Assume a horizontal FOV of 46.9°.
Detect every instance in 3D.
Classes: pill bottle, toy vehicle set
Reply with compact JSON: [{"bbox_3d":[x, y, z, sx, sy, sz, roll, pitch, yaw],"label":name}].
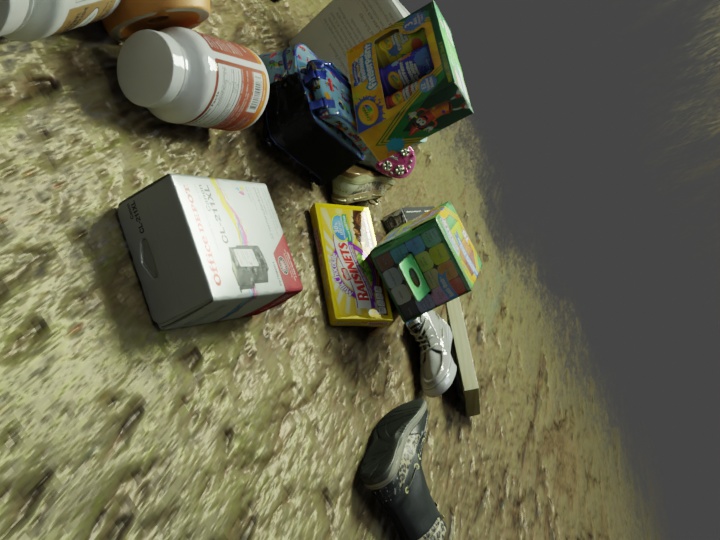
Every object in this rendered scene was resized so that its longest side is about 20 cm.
[{"bbox_3d":[-0.206,-0.238,1.032,0.199,0.110,0.115,-10,76,-65],"label":"pill bottle"},{"bbox_3d":[-0.326,-0.291,0.823,0.116,0.113,0.201,58,24,-15],"label":"pill bottle"},{"bbox_3d":[0.190,0.155,1.553,0.125,0.026,0.204,75,6,-57],"label":"toy vehicle set"}]

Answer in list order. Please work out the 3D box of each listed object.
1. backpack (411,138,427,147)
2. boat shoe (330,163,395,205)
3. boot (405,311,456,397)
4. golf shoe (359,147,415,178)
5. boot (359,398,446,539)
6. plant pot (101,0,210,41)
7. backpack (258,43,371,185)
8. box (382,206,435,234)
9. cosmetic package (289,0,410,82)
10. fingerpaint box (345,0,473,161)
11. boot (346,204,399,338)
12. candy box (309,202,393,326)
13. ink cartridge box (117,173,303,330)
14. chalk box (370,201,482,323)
[{"bbox_3d":[0.065,-0.334,1.675,0.199,0.148,0.181,30,40,-60],"label":"backpack"},{"bbox_3d":[0.000,-0.150,1.463,0.072,0.064,0.199,25,13,24],"label":"boat shoe"},{"bbox_3d":[0.112,0.129,1.436,0.096,0.073,0.201,50,19,-19],"label":"boot"},{"bbox_3d":[0.001,-0.220,1.467,0.197,0.077,0.092,28,2,-6],"label":"golf shoe"},{"bbox_3d":[0.074,0.293,1.183,0.156,0.072,0.204,63,27,-13],"label":"boot"},{"bbox_3d":[-0.259,-0.379,0.974,0.200,0.196,0.188,-23,99,-66],"label":"plant pot"},{"bbox_3d":[-0.077,-0.267,1.315,0.182,0.133,0.204,33,36,-52],"label":"backpack"},{"bbox_3d":[0.125,-0.043,1.633,0.199,0.049,0.161,-9,77,-66],"label":"box"},{"bbox_3d":[0.012,-0.390,1.498,0.164,0.199,0.167,22,33,-58],"label":"cosmetic package"},{"bbox_3d":[0.070,-0.293,1.274,0.073,0.164,0.204,44,29,-45],"label":"fingerpaint box"},{"bbox_3d":[0.000,0.000,1.337,0.166,0.072,0.201,44,33,-14],"label":"boot"},{"bbox_3d":[-0.015,-0.010,1.275,0.100,0.026,0.204,2,60,-26],"label":"candy box"},{"bbox_3d":[-0.165,-0.022,0.952,0.199,0.081,0.149,-6,74,-66],"label":"ink cartridge box"},{"bbox_3d":[0.102,-0.012,1.284,0.126,0.122,0.200,62,18,-7],"label":"chalk box"}]
